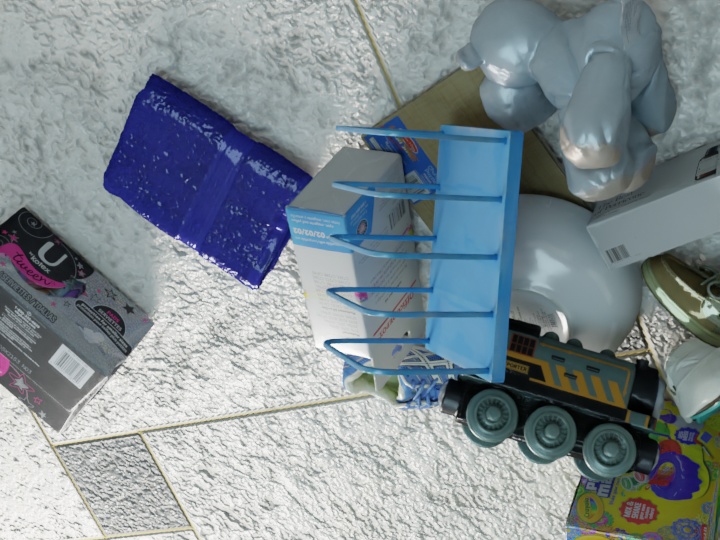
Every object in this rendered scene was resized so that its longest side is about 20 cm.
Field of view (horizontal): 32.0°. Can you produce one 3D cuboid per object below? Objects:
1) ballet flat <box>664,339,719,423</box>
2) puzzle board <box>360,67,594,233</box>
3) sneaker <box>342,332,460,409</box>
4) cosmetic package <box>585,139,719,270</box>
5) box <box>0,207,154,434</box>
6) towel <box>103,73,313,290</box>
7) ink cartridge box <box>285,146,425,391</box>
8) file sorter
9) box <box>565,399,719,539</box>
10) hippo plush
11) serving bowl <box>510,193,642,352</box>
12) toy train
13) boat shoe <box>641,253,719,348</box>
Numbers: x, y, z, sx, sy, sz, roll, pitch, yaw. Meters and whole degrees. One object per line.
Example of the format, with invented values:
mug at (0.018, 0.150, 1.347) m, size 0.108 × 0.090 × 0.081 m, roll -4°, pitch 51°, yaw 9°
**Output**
ballet flat at (0.294, 0.094, 1.101) m, size 0.069 × 0.200 × 0.070 m, roll -2°, pitch 78°, yaw 10°
puzzle board at (0.113, -0.083, 1.162) m, size 0.150 × 0.017 × 0.201 m, roll -29°, pitch 104°, yaw 37°
sneaker at (0.074, 0.116, 1.266) m, size 0.198 × 0.077 × 0.076 m, roll 9°, pitch 122°, yaw 18°
cosmetic package at (0.291, -0.070, 1.047) m, size 0.199 × 0.083 × 0.051 m, roll -23°, pitch 106°, yaw 33°
box at (-0.354, 0.054, 1.401) m, size 0.200 × 0.115 × 0.132 m, roll 41°, pitch 127°, yaw -6°
towel at (-0.152, -0.090, 1.264) m, size 0.199 × 0.050 × 0.148 m, roll 33°, pitch 121°, yaw 3°
ink cartridge box at (0.000, 0.000, 1.194) m, size 0.067 × 0.115 × 0.201 m, roll 9°, pitch 128°, yaw 28°
file sorter at (0.044, -0.020, 1.044) m, size 0.122 × 0.139 × 0.202 m, roll 1°, pitch 98°, yaw -20°
box at (0.270, 0.256, 1.186) m, size 0.121 × 0.200 × 0.194 m, roll 7°, pitch 124°, yaw 20°
hippo plush at (0.153, -0.153, 1.008) m, size 0.160 × 0.160 × 0.201 m, roll 15°, pitch 144°, yaw 28°
serving bowl at (0.158, 0.030, 1.163) m, size 0.198 × 0.066 × 0.201 m, roll 10°, pitch 130°, yaw 12°
toy train at (0.171, 0.112, 1.107) m, size 0.198 × 0.115 × 0.085 m, roll 16°, pitch 169°, yaw 5°
boat shoe at (0.337, 0.040, 1.104) m, size 0.200 × 0.073 × 0.063 m, roll 37°, pitch 117°, yaw -2°
